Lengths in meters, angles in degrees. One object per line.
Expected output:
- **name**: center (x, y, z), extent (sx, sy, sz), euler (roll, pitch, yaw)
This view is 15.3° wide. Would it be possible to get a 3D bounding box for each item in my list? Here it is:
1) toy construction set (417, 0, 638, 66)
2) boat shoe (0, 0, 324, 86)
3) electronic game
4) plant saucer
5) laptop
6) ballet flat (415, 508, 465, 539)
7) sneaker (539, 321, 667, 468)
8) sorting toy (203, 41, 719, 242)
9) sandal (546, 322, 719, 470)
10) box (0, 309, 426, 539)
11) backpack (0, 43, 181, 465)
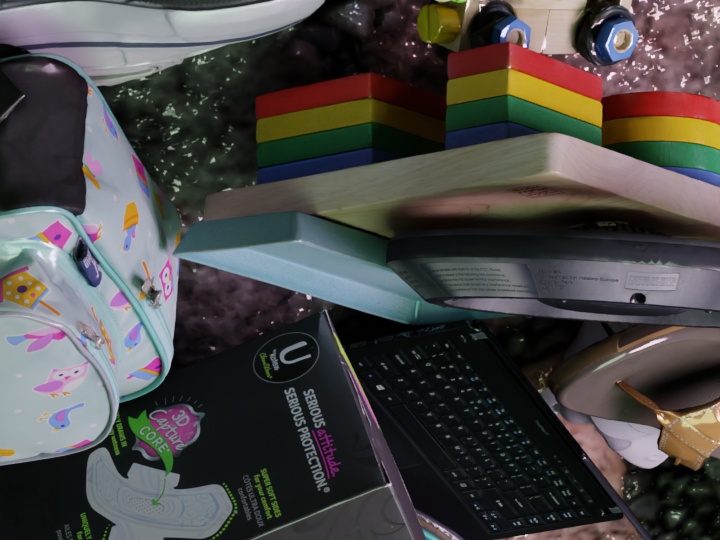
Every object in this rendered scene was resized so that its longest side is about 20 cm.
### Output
- **toy construction set**: center (0.085, -0.157, 1.195), extent (0.200, 0.092, 0.131), euler (2, 108, -21)
- **boat shoe**: center (-0.113, -0.117, 1.189), extent (0.200, 0.074, 0.067), euler (-2, 144, -1)
- **electronic game**: center (0.111, 0.000, 1.164), extent (0.200, 0.200, 0.042), euler (5, 87, -19)
- **plant saucer**: center (0.000, 0.000, 1.242), extent (0.070, 0.019, 0.200), euler (-6, 166, 33)
- **laptop**: center (0.068, 0.117, 1.350), extent (0.200, 0.103, 0.177), euler (-13, 136, 28)
- **ballet flat**: center (-0.021, 0.133, 1.404), extent (0.200, 0.073, 0.073), euler (18, 122, -19)
- **sneaker**: center (0.186, 0.041, 1.390), extent (0.200, 0.075, 0.115), euler (0, 143, -32)
- **sorting toy**: center (0.067, -0.045, 1.232), extent (0.200, 0.070, 0.199), euler (-9, 165, 40)
- **sandal**: center (0.171, 0.072, 1.310), extent (0.082, 0.055, 0.200), euler (-36, 142, 22)
- **box**: center (-0.072, 0.139, 1.273), extent (0.200, 0.124, 0.149), euler (-22, 134, 2)
- **backpack**: center (-0.170, 0.005, 1.194), extent (0.176, 0.154, 0.200), euler (-10, 158, 13)
